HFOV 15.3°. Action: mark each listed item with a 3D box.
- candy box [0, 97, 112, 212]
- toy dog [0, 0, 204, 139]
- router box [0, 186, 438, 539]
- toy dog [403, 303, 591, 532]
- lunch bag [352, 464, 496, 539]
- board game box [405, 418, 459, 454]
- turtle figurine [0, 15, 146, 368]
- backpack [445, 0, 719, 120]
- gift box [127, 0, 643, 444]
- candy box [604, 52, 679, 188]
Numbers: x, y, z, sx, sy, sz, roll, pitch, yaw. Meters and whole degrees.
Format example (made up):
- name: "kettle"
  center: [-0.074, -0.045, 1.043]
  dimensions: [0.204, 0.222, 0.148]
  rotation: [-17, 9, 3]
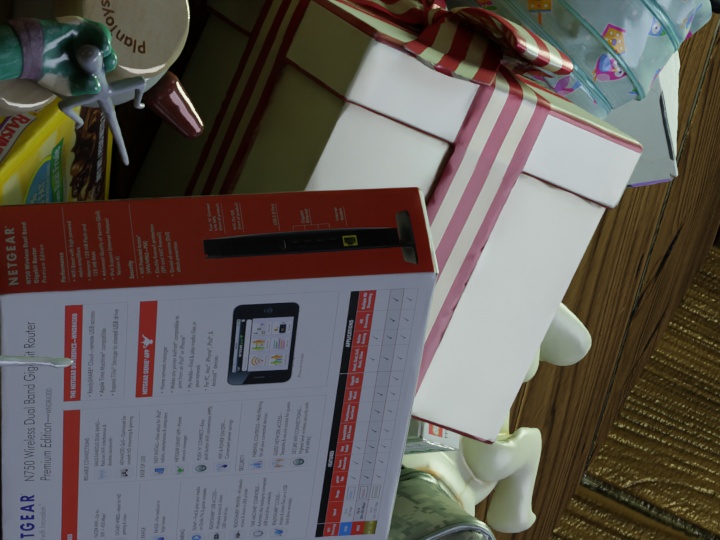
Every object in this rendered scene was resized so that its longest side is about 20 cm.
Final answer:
- name: "candy box"
  center: [-0.146, -0.006, 1.178]
  dimensions: [0.102, 0.026, 0.200]
  rotation: [-51, 161, -37]
- name: "toy dog"
  center: [-0.073, -0.132, 1.030]
  dimensions: [0.096, 0.132, 0.200]
  rotation: [36, 84, -35]
- name: "router box"
  center: [-0.068, 0.049, 1.156]
  dimensions: [0.200, 0.179, 0.049]
  rotation: [100, -16, -50]
- name: "toy dog"
  center: [0.031, 0.088, 1.502]
  dimensions: [0.194, 0.139, 0.200]
  rotation: [58, 39, -46]
- name: "lunch bag"
  center: [-0.015, 0.188, 1.333]
  dimensions: [0.139, 0.168, 0.200]
  rotation: [-24, 121, -19]
- name: "board game box"
  center: [0.000, 0.000, 1.427]
  dimensions: [0.035, 0.126, 0.201]
  rotation: [19, 70, -47]
- name: "turtle figurine"
  center: [-0.157, -0.032, 0.911]
  dimensions: [0.200, 0.100, 0.150]
  rotation: [40, 65, -63]
- name: "backpack"
  center: [0.097, -0.159, 1.414]
  dimensions: [0.127, 0.200, 0.167]
  rotation: [-52, 131, 2]
- name: "gift box"
  center: [0.000, -0.049, 1.265]
  dimensions: [0.200, 0.184, 0.187]
  rotation: [21, 99, -37]
- name: "candy box"
  center: [0.098, -0.107, 1.562]
  dimensions: [0.200, 0.167, 0.072]
  rotation: [-74, 153, -66]
